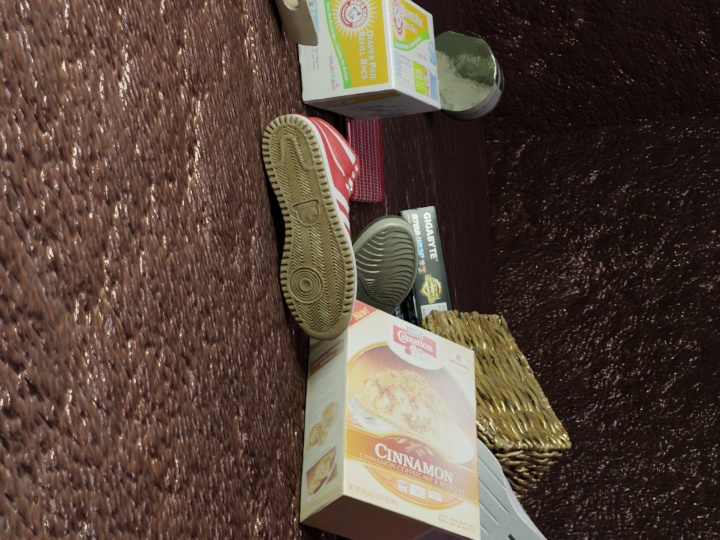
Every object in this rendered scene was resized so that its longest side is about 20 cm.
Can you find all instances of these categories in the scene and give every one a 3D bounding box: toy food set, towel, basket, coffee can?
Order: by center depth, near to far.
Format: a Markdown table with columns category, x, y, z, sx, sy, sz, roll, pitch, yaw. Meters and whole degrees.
| category | x | y | z | sx | sy | sz | roll | pitch | yaw |
| --- | --- | --- | --- | --- | --- | --- | --- | --- | --- |
| toy food set | -0.058 | -0.336 | 1.238 | 0.144 | 0.060 | 0.201 | 71 | 16 | -54 |
| basket | 0.110 | 0.163 | 1.445 | 0.149 | 0.142 | 0.201 | -54 | -133 | 35 |
| towel | -0.001 | -0.154 | 1.577 | 0.200 | 0.022 | 0.146 | -9 | 95 | -78 |
| coffee can | 0.190 | -0.361 | 2.429 | 0.200 | 0.145 | 0.148 | -10 | 94 | -80 |

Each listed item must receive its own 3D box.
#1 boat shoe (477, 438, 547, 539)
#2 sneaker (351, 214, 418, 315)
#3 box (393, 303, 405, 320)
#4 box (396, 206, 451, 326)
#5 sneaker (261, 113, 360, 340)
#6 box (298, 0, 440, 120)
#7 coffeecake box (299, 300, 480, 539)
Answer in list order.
| category | x | y | z | sx | sy | sz | roll | pitch | yaw |
| --- | --- | --- | --- | --- | --- | --- | --- | --- | --- |
| boat shoe | 0.123 | 0.239 | 1.316 | 0.201 | 0.072 | 0.071 | 55 | -10 | -11 |
| sneaker | 0.000 | 0.000 | 1.268 | 0.107 | 0.074 | 0.201 | -95 | -160 | -45 |
| box | 0.028 | 0.127 | 1.506 | 0.160 | 0.049 | 0.202 | -40 | 123 | -80 |
| box | 0.067 | 0.017 | 1.612 | 0.200 | 0.046 | 0.160 | 134 | -52 | -80 |
| sneaker | -0.035 | -0.044 | 1.176 | 0.112 | 0.071 | 0.202 | -40 | 122 | -74 |
| box | 0.011 | -0.230 | 1.393 | 0.200 | 0.100 | 0.114 | -6 | 91 | -73 |
| coffeecake box | 0.029 | 0.148 | 1.194 | 0.153 | 0.073 | 0.201 | 23 | 49 | -28 |
